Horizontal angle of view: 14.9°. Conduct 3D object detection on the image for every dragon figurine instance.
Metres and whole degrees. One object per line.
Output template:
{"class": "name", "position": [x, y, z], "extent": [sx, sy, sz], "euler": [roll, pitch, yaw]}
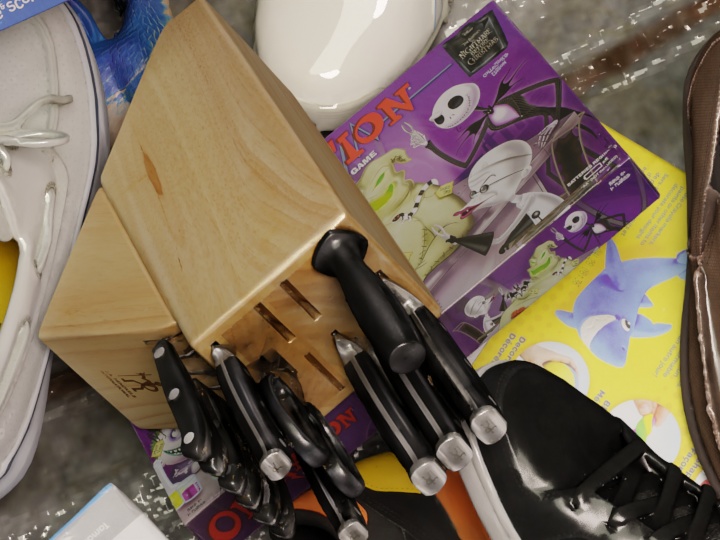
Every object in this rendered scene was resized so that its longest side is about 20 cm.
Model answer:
{"class": "dragon figurine", "position": [-0.118, -0.068, 1.059], "extent": [0.200, 0.059, 0.099], "euler": [-37, 70, -9]}

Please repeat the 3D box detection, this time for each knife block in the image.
{"class": "knife block", "position": [-0.015, -0.004, 0.933], "extent": [0.175, 0.064, 0.200], "euler": [-5, 53, 37]}

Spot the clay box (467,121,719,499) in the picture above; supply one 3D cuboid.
{"class": "clay box", "position": [0.110, 0.029, 1.002], "extent": [0.200, 0.048, 0.115], "euler": [33, 77, 16]}

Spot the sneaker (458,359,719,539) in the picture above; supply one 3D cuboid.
{"class": "sneaker", "position": [0.124, 0.093, 0.891], "extent": [0.200, 0.112, 0.073], "euler": [52, 44, -2]}

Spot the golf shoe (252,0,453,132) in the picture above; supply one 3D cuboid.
{"class": "golf shoe", "position": [0.010, -0.154, 1.058], "extent": [0.078, 0.097, 0.201], "euler": [20, 74, 12]}

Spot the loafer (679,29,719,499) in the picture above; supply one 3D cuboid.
{"class": "loafer", "position": [0.142, -0.001, 0.945], "extent": [0.073, 0.071, 0.201], "euler": [-9, 71, 3]}

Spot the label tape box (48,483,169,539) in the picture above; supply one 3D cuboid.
{"class": "label tape box", "position": [-0.069, 0.195, 0.949], "extent": [0.143, 0.066, 0.200], "euler": [-42, 69, -10]}

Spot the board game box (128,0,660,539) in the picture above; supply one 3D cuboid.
{"class": "board game box", "position": [0.000, 0.000, 0.988], "extent": [0.200, 0.032, 0.120], "euler": [-40, 36, 4]}

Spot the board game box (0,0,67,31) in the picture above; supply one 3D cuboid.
{"class": "board game box", "position": [-0.147, -0.131, 1.030], "extent": [0.135, 0.035, 0.200], "euler": [-25, 24, -4]}

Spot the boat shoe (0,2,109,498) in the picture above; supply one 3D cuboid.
{"class": "boat shoe", "position": [-0.138, -0.024, 0.964], "extent": [0.074, 0.086, 0.203], "euler": [6, 68, 7]}

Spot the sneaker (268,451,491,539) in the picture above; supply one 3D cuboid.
{"class": "sneaker", "position": [0.034, 0.152, 0.941], "extent": [0.090, 0.070, 0.200], "euler": [-15, 61, -18]}
